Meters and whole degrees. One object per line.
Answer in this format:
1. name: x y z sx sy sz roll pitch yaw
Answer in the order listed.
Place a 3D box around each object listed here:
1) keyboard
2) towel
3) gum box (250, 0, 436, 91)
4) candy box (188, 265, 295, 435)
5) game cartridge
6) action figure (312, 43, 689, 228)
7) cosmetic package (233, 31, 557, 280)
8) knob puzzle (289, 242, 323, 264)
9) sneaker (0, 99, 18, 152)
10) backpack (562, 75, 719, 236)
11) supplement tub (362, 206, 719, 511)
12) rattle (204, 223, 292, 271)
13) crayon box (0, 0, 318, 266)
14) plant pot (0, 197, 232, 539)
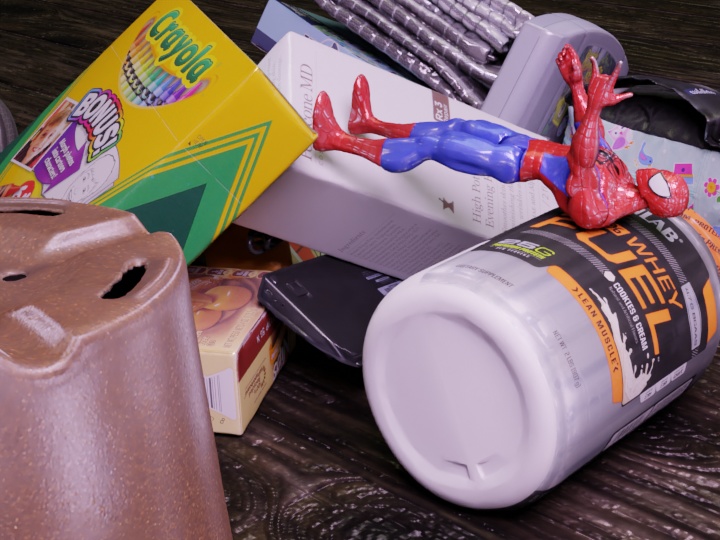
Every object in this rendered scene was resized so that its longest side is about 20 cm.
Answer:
1. keyboard: 0.000 0.000 0.810 0.127 0.021 0.200 43 28 17
2. towel: 0.058 -0.197 1.027 0.200 0.086 0.166 37 12 13
3. gum box: 0.035 -0.148 1.069 0.200 0.045 0.170 10 24 -44
4. candy box: -0.148 0.039 0.765 0.199 0.056 0.115 4 23 12
5. game cartridge: 0.145 -0.124 0.982 0.041 0.134 0.200 27 12 22
6. action figure: 0.075 -0.083 0.660 0.199 0.099 0.065 20 31 24
7. cosmetic package: 0.023 -0.057 0.796 0.199 0.074 0.102 18 54 -30
8. knob puzzle: 0.006 -0.051 0.933 0.219 0.031 0.220 9 38 -7
9. sneaker: -0.267 -0.034 0.812 0.077 0.084 0.201 23 63 -10
10. backpack: 0.229 -0.069 0.917 0.200 0.127 0.167 20 17 41
11. supplement tub: 0.106 0.032 0.675 0.122 0.123 0.200 16 28 38
12. rattle: -0.090 -0.064 0.910 0.130 0.143 0.200 -45 18 -6
13. crayon box: -0.130 -0.065 0.739 0.173 0.058 0.200 -45 32 2
14. plant pot: -0.128 0.091 0.442 0.199 0.199 0.200 -2 21 1
